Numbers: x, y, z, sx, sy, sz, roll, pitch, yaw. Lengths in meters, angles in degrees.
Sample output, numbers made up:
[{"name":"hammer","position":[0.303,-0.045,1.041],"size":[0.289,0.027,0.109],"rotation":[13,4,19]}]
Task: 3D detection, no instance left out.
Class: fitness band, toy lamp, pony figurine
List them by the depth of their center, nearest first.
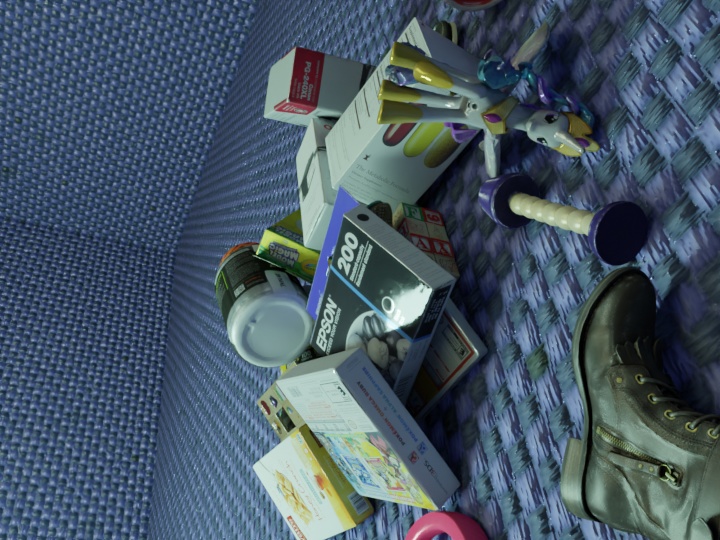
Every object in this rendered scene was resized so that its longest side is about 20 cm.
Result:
[{"name":"toy lamp","position":[0.170,-0.053,0.613],"size":[0.200,0.058,0.058],"rotation":[37,113,64]},{"name":"fitness band","position":[0.084,0.335,0.644],"size":[0.144,0.037,0.201],"rotation":[-45,39,50]},{"name":"pony figurine","position":[0.119,-0.164,0.665],"size":[0.193,0.199,0.167],"rotation":[-86,11,-64]}]

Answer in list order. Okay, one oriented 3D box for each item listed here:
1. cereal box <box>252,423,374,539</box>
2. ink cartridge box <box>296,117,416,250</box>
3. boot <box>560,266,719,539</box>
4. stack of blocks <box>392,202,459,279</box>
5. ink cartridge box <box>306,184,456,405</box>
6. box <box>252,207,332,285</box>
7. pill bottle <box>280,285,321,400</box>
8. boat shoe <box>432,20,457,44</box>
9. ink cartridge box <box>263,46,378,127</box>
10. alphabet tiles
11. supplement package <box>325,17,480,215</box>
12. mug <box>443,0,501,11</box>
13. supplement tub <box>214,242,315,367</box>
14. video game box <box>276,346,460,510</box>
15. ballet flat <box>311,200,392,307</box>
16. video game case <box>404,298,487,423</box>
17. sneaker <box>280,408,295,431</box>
[{"name":"cereal box","position":[-0.072,0.301,0.946],"size":[0.144,0.039,0.200],"rotation":[55,142,12]},{"name":"ink cartridge box","position":[-0.008,-0.113,0.965],"size":[0.201,0.144,0.084],"rotation":[-100,30,-44]},{"name":"boot","position":[0.214,0.099,0.423],"size":[0.174,0.069,0.201],"rotation":[2,84,63]},{"name":"stack of blocks","position":[0.043,0.028,0.876],"size":[0.115,0.058,0.200],"rotation":[-100,31,-43]},{"name":"ink cartridge box","position":[0.000,0.036,0.784],"size":[0.200,0.043,0.199],"rotation":[42,131,33]},{"name":"box","position":[-0.071,-0.037,1.006],"size":[0.049,0.117,0.200],"rotation":[-67,-7,24]},{"name":"pill bottle","position":[-0.071,0.116,1.040],"size":[0.200,0.112,0.113],"rotation":[-107,36,-51]},{"name":"boat shoe","position":[0.076,-0.249,0.939],"size":[0.072,0.067,0.201],"rotation":[-114,43,-59]},{"name":"ink cartridge box","position":[-0.030,-0.261,1.031],"size":[0.145,0.199,0.084],"rotation":[-172,91,-69]},{"name":"alphabet tiles","position":[-0.064,0.237,0.937],"size":[0.200,0.008,0.167],"rotation":[55,142,10]},{"name":"supplement package","position":[0.058,-0.183,0.841],"size":[0.200,0.113,0.110],"rotation":[-48,35,33]},{"name":"mug","position":[0.131,-0.437,0.822],"size":[0.178,0.133,0.201],"rotation":[123,147,-45]},{"name":"supplement tub","position":[-0.144,0.040,0.985],"size":[0.123,0.122,0.200],"rotation":[-70,27,19]},{"name":"video game box","position":[0.000,0.180,0.770],"size":[0.183,0.047,0.200],"rotation":[56,153,-4]},{"name":"ballet flat","position":[0.000,0.000,0.856],"size":[0.065,0.070,0.200],"rotation":[56,139,24]},{"name":"video game case","position":[0.051,0.094,0.791],"size":[0.143,0.017,0.200],"rotation":[55,136,23]},{"name":"sneaker","position":[-0.090,0.213,1.088],"size":[0.200,0.076,0.084],"rotation":[-117,40,-57]}]
